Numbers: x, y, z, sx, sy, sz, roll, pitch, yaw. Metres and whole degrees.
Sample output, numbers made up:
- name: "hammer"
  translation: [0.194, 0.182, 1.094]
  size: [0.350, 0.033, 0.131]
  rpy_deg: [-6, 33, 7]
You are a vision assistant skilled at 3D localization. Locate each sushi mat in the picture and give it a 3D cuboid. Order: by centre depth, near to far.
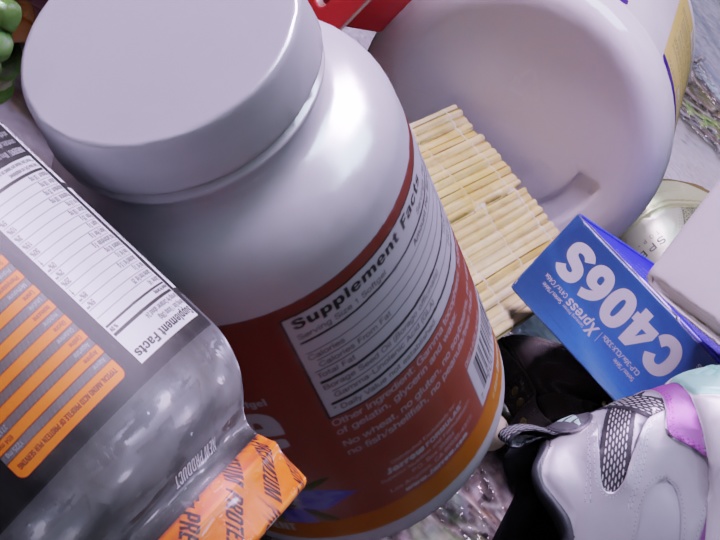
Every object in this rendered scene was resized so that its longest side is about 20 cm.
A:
- name: "sushi mat"
  translation: [0.031, -0.014, 0.915]
  size: [0.096, 0.012, 0.200]
  rpy_deg: [52, 25, 5]

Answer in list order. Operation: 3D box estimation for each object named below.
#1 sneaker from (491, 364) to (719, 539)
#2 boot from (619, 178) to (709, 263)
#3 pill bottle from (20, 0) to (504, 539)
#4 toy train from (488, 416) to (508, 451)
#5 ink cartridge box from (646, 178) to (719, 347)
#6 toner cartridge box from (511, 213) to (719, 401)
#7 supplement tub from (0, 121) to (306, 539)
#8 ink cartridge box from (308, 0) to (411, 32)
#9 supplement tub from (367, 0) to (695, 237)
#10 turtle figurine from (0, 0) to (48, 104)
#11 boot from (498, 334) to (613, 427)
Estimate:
- name: "sneaker"
  translation: [0.086, 0.139, 0.792]
  size: [0.139, 0.201, 0.078]
  rpy_deg: [-11, 8, -14]
- name: "boot"
  translation: [0.219, 0.028, 1.185]
  size: [0.200, 0.072, 0.155]
  rpy_deg: [2, 46, -49]
- name: "pill bottle"
  translation: [-0.030, -0.008, 0.718]
  size: [0.200, 0.112, 0.112]
  rpy_deg: [64, 1, -49]
- name: "toy train"
  translation: [0.000, 0.000, 0.927]
  size: [0.150, 0.056, 0.200]
  rpy_deg: [45, 24, -9]
- name: "ink cartridge box"
  translation: [0.223, 0.005, 0.873]
  size: [0.200, 0.148, 0.086]
  rpy_deg: [36, 2, -43]
- name: "toner cartridge box"
  translation: [0.150, 0.068, 0.897]
  size: [0.200, 0.043, 0.095]
  rpy_deg: [49, 13, 30]
- name: "supplement tub"
  translation: [-0.118, 0.023, 0.619]
  size: [0.200, 0.123, 0.123]
  rpy_deg: [44, 24, 1]
- name: "ink cartridge box"
  translation: [0.002, -0.186, 0.979]
  size: [0.067, 0.116, 0.201]
  rpy_deg: [8, 56, -35]
- name: "supplement tub"
  translation: [0.084, -0.098, 1.094]
  size: [0.145, 0.145, 0.200]
  rpy_deg: [40, 24, -5]
- name: "turtle figurine"
  translation: [-0.070, -0.089, 0.761]
  size: [0.144, 0.194, 0.200]
  rpy_deg: [20, 37, -28]
- name: "boot"
  translation: [0.136, 0.110, 0.933]
  size: [0.200, 0.069, 0.174]
  rpy_deg: [36, 21, -23]
